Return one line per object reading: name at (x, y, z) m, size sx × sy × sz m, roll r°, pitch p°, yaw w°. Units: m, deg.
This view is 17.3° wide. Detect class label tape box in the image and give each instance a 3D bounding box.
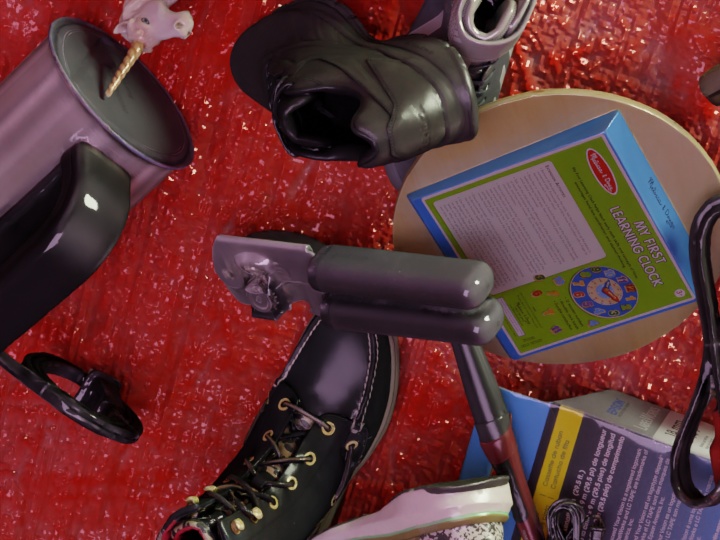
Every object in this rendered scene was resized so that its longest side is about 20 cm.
label tape box at (0.159, 0.154, 1.451) m, size 0.199 × 0.063 × 0.145 m, roll 20°, pitch 111°, yaw 13°

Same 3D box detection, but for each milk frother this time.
milk frother at (-0.170, -0.013, 1.443) m, size 0.188 × 0.181 × 0.200 m, roll -41°, pitch 139°, yaw 20°

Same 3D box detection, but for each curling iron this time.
curling iron at (0.091, 0.095, 1.409) m, size 0.049 × 0.026 × 0.201 m, roll -26°, pitch 93°, yaw 5°

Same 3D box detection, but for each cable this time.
cable at (0.216, 0.058, 1.368) m, size 0.097 × 0.050 × 0.201 m, roll -16°, pitch 83°, yaw 28°

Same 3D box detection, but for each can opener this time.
can opener at (0.000, 0.000, 1.403) m, size 0.199 × 0.067 × 0.054 m, roll 6°, pitch 130°, yaw 33°

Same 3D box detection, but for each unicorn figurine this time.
unicorn figurine at (-0.087, -0.210, 1.388) m, size 0.137 × 0.074 × 0.201 m, roll -8°, pitch 90°, yaw 15°

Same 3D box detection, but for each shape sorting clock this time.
shape sorting clock at (0.118, -0.024, 1.396) m, size 0.199 × 0.039 × 0.201 m, roll 4°, pitch 130°, yaw 5°

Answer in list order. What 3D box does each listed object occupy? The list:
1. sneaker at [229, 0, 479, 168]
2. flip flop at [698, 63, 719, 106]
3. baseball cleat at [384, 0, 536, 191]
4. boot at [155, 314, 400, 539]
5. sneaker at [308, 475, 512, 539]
sneaker at (-0.023, -0.104, 1.352) m, size 0.200 × 0.091 × 0.076 m, roll 17°, pitch 128°, yaw 52°
flip flop at (0.262, -0.170, 1.328) m, size 0.200 × 0.081 × 0.058 m, roll -40°, pitch 82°, yaw 25°
baseball cleat at (0.054, -0.121, 1.361) m, size 0.069 × 0.107 × 0.201 m, roll 13°, pitch 113°, yaw -4°
boot at (-0.051, 0.120, 1.433) m, size 0.073 × 0.154 × 0.204 m, roll 29°, pitch 113°, yaw 15°
sneaker at (0.025, 0.190, 1.426) m, size 0.200 × 0.077 × 0.089 m, roll -37°, pitch 59°, yaw 52°
